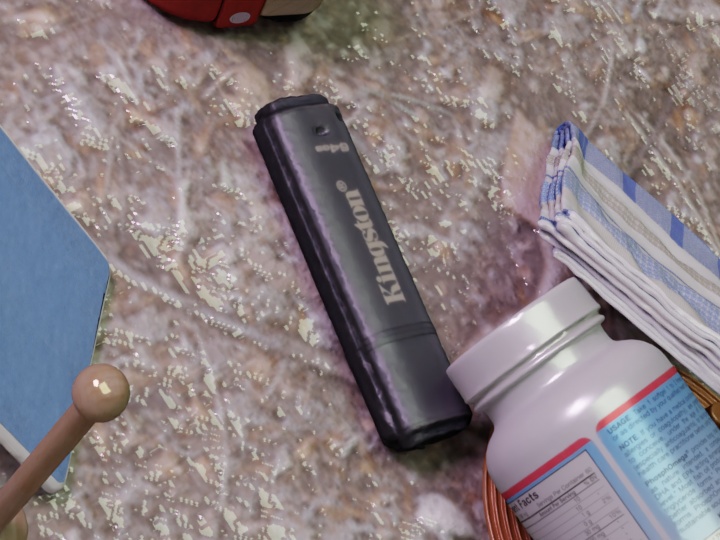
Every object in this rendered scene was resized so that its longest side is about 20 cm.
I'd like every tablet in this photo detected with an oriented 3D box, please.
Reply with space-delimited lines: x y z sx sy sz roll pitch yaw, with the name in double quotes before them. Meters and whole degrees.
"tablet" -0.168 -0.002 0.944 0.200 0.014 0.131 57 34 -50

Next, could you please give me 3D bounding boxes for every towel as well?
"towel" 0.155 -0.008 1.142 0.147 0.024 0.200 40 18 -7

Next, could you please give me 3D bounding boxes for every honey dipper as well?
"honey dipper" -0.138 0.087 0.877 0.038 0.200 0.038 12 60 -22

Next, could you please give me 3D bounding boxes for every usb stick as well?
"usb stick" 0.000 0.000 1.108 0.055 0.033 0.201 -13 72 -33

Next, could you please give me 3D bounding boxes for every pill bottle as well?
"pill bottle" 0.133 0.108 1.055 0.108 0.109 0.201 -30 82 -37

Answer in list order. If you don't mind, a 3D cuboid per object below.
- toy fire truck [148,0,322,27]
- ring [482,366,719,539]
"toy fire truck" -0.112 -0.227 1.122 0.199 0.129 0.177 -6 68 -19
"ring" 0.155 0.131 1.136 0.199 0.019 0.202 13 60 -23
